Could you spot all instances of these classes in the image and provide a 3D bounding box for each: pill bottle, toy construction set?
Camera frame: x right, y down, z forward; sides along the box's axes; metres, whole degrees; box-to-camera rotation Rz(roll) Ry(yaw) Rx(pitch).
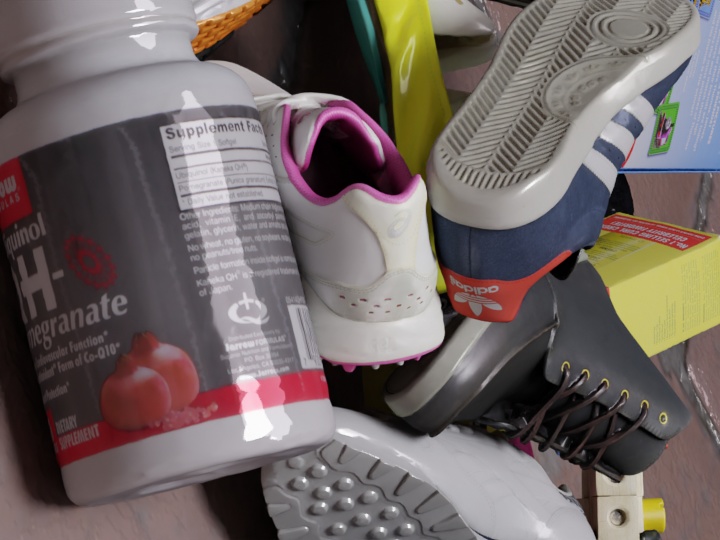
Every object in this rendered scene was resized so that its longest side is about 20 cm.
[{"bbox_3d":[-0.085,-0.016,1.161,0.111,0.110,0.201,-1,75,-65],"label":"pill bottle"},{"bbox_3d":[0.116,0.122,1.508,0.131,0.092,0.201,116,-42,-84],"label":"toy construction set"}]

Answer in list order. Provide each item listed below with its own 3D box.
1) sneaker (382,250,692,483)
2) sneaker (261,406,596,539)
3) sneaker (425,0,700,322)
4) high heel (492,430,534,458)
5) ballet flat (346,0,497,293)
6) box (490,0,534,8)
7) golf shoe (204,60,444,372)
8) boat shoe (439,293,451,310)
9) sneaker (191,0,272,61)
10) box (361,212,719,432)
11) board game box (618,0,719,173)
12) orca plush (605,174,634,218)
[{"bbox_3d":[0.087,0.052,1.307,0.106,0.075,0.200,50,26,5],"label":"sneaker"},{"bbox_3d":[0.029,0.100,1.302,0.200,0.076,0.081,33,39,-38],"label":"sneaker"},{"bbox_3d":[0.083,-0.050,1.244,0.200,0.075,0.085,-45,143,-45],"label":"sneaker"},{"bbox_3d":[0.089,0.170,1.441,0.096,0.067,0.201,14,71,-28],"label":"high heel"},{"bbox_3d":[0.032,-0.081,1.310,0.067,0.067,0.201,81,0,-62],"label":"ballet flat"},{"bbox_3d":[0.067,-0.211,1.485,0.196,0.199,0.125,-26,128,-67],"label":"box"},{"bbox_3d":[-0.021,-0.045,1.227,0.200,0.075,0.092,49,-36,44],"label":"golf shoe"},{"bbox_3d":[0.001,0.001,1.336,0.199,0.066,0.074,-11,43,-47],"label":"boat shoe"},{"bbox_3d":[-0.079,-0.148,1.335,0.092,0.076,0.200,48,30,-5],"label":"sneaker"},{"bbox_3d":[0.093,0.025,1.469,0.199,0.075,0.050,-20,115,-42],"label":"box"},{"bbox_3d":[0.150,-0.122,1.403,0.200,0.036,0.152,-3,107,-61],"label":"board game box"},{"bbox_3d":[0.131,-0.018,1.643,0.200,0.071,0.106,-120,-126,-85],"label":"orca plush"}]
